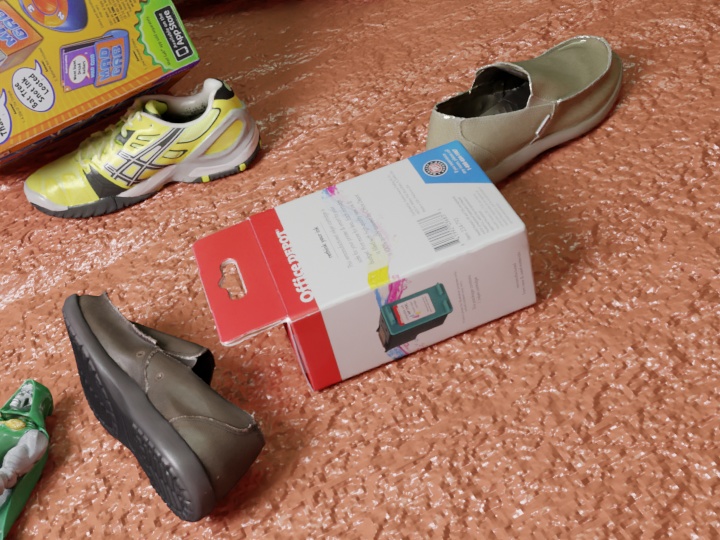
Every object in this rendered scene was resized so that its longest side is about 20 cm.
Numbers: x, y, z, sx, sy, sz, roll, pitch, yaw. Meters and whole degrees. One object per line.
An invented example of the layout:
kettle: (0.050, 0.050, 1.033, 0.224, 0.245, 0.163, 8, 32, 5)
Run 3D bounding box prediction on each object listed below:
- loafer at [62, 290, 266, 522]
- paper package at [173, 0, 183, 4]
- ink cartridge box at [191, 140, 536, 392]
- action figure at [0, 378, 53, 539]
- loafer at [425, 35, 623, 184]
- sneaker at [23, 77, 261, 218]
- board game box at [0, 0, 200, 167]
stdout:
loafer: (-0.124, 0.075, 0.629, 0.071, 0.073, 0.200, -24, 45, -26)
paper package: (-0.132, -0.388, 1.080, 0.199, 0.104, 0.191, -15, 33, 22)
ink cartridge box: (0.000, 0.000, 0.664, 0.199, 0.068, 0.116, -21, 40, -6)
action figure: (-0.247, 0.141, 0.600, 0.117, 0.055, 0.200, 4, 40, 26)
loafer: (0.128, -0.131, 0.769, 0.200, 0.069, 0.075, -38, 45, -24)
sneaker: (-0.186, -0.105, 0.836, 0.199, 0.077, 0.076, -20, 42, -3)
board game box: (-0.278, -0.212, 0.835, 0.199, 0.201, 0.200, -28, 11, -15)
